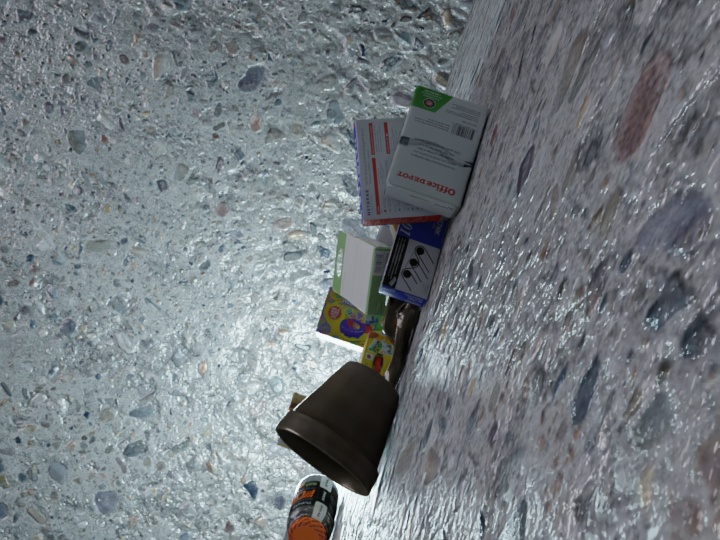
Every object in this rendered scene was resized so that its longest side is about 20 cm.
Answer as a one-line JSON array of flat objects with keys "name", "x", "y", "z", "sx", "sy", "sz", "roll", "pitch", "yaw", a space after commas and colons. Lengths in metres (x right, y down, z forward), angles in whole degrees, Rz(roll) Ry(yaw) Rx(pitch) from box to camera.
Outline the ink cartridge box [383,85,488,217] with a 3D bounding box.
[{"name": "ink cartridge box", "x": 0.138, "y": -0.218, "z": 1.322, "sx": 0.083, "sy": 0.144, "sz": 0.203, "roll": 104, "pitch": -175, "yaw": -78}]

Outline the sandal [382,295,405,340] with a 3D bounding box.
[{"name": "sandal", "x": 0.085, "y": 0.049, "z": 1.448, "sx": 0.054, "sy": 0.079, "sz": 0.204, "roll": -23, "pitch": -54, "yaw": -73}]

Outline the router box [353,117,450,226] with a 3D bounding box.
[{"name": "router box", "x": 0.082, "y": -0.195, "z": 1.382, "sx": 0.049, "sy": 0.176, "sz": 0.204, "roll": 111, "pitch": 155, "yaw": -78}]

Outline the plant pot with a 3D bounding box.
[{"name": "plant pot", "x": -0.023, "y": 0.265, "z": 1.252, "sx": 0.174, "sy": 0.199, "sz": 0.201, "roll": -53, "pitch": -7, "yaw": -24}]

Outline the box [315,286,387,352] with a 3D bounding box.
[{"name": "box", "x": -0.007, "y": 0.140, "z": 1.848, "sx": 0.193, "sy": 0.197, "sz": 0.124, "roll": 105, "pitch": -176, "yaw": -80}]

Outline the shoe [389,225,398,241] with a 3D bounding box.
[{"name": "shoe", "x": 0.084, "y": -0.083, "z": 1.482, "sx": 0.070, "sy": 0.053, "sz": 0.203, "roll": -39, "pitch": -65, "yaw": -42}]

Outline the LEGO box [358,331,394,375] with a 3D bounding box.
[{"name": "LEGO box", "x": 0.019, "y": 0.261, "z": 1.572, "sx": 0.201, "sy": 0.076, "sz": 0.151, "roll": -73, "pitch": 0, "yaw": -57}]

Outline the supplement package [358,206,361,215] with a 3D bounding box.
[{"name": "supplement package", "x": 0.117, "y": -0.235, "z": 1.904, "sx": 0.148, "sy": 0.188, "sz": 0.202, "roll": -70, "pitch": 0, "yaw": -61}]

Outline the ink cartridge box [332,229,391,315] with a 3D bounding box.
[{"name": "ink cartridge box", "x": 0.000, "y": 0.000, "z": 1.551, "sx": 0.200, "sy": 0.047, "sz": 0.148, "roll": -148, "pitch": 62, "yaw": -63}]

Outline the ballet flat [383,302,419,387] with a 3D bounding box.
[{"name": "ballet flat", "x": 0.069, "y": 0.156, "z": 1.394, "sx": 0.067, "sy": 0.046, "sz": 0.203, "roll": 106, "pitch": -178, "yaw": -78}]

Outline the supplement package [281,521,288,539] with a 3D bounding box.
[{"name": "supplement package", "x": -0.174, "y": 0.798, "z": 1.955, "sx": 0.117, "sy": 0.115, "sz": 0.203, "roll": 111, "pitch": 178, "yaw": -76}]

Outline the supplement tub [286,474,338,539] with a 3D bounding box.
[{"name": "supplement tub", "x": -0.125, "y": 0.634, "z": 1.852, "sx": 0.200, "sy": 0.121, "sz": 0.124, "roll": -74, "pitch": 3, "yaw": -74}]

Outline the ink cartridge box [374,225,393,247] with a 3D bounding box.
[{"name": "ink cartridge box", "x": 0.081, "y": -0.017, "z": 1.678, "sx": 0.200, "sy": 0.127, "sz": 0.127, "roll": 118, "pitch": 170, "yaw": -83}]

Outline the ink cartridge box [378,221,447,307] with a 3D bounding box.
[{"name": "ink cartridge box", "x": 0.107, "y": -0.038, "z": 1.394, "sx": 0.044, "sy": 0.093, "sz": 0.203, "roll": 109, "pitch": 179, "yaw": -66}]

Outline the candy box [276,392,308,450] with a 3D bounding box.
[{"name": "candy box", "x": -0.078, "y": 0.365, "z": 1.608, "sx": 0.116, "sy": 0.197, "sz": 0.056, "roll": -71, "pitch": 2, "yaw": -45}]

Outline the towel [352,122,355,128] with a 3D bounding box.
[{"name": "towel", "x": 0.050, "y": -0.222, "z": 1.518, "sx": 0.146, "sy": 0.030, "sz": 0.202, "roll": 25, "pitch": 141, "yaw": 64}]

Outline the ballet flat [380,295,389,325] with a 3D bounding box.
[{"name": "ballet flat", "x": 0.089, "y": 0.096, "z": 1.564, "sx": 0.201, "sy": 0.067, "sz": 0.064, "roll": 103, "pitch": 157, "yaw": -63}]
